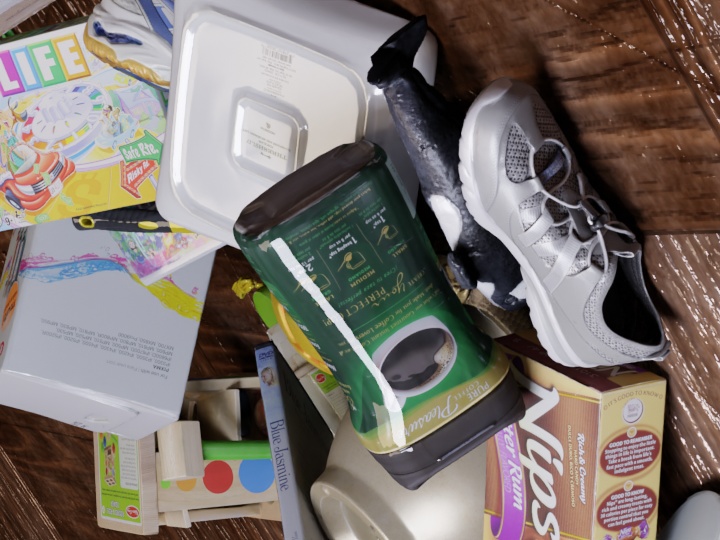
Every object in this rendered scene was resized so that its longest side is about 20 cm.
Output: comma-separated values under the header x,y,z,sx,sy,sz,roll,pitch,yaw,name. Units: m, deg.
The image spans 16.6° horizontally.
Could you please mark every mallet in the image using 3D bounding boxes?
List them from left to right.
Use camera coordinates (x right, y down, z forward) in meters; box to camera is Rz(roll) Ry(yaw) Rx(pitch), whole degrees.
x,y,z,sx,sy,sz,roll,pitch,yaw,name
-0.128,-0.043,1.755,0.199,0.041,0.066,11,122,31,mallet

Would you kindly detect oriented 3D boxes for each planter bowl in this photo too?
x,y,z,sx,sy,sz,roll,pitch,yaw,name
0.051,0.159,1.741,0.200,0.135,0.200,44,157,24,planter bowl

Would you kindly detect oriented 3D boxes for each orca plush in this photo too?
x,y,z,sx,sy,sz,roll,pitch,yaw,name
0.078,-0.062,1.463,0.105,0.071,0.201,-65,-45,-61,orca plush

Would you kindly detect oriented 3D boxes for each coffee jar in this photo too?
x,y,z,sx,sy,sz,roll,pitch,yaw,name
0.014,0.029,1.485,0.200,0.104,0.085,59,174,-18,coffee jar

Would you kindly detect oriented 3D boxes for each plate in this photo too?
x,y,z,sx,sy,sz,roll,pitch,yaw,name
-0.051,-0.085,1.546,0.199,0.032,0.201,24,122,28,plate

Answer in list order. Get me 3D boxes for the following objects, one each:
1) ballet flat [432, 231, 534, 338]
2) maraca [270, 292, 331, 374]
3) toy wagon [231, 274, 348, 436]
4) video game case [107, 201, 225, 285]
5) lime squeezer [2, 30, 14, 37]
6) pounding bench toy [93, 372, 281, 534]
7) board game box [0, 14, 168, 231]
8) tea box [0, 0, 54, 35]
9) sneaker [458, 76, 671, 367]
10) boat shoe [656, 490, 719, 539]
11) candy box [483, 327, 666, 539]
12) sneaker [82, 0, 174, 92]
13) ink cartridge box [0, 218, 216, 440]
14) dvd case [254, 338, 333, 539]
x,y,z,sx,sy,sz,roll,pitch,yaw,name
0.098,0.064,1.608,0.200,0.046,0.067,60,158,-16,ballet flat
0.000,0.000,1.634,0.137,0.107,0.200,67,158,17,maraca
-0.025,0.079,1.918,0.200,0.040,0.155,55,160,-1,toy wagon
-0.136,-0.100,1.763,0.200,0.024,0.182,-26,102,39,video game case
-0.249,-0.149,2.044,0.200,0.038,0.071,24,145,55,lime squeezer
-0.118,0.150,2.048,0.200,0.155,0.125,174,93,-67,pounding bench toy
-0.208,-0.107,1.760,0.199,0.034,0.135,-10,106,36,board game box
-0.282,-0.253,1.712,0.197,0.200,0.134,23,144,55,tea box
0.123,-0.028,1.398,0.082,0.075,0.200,7,138,44,sneaker
0.215,0.195,1.551,0.063,0.071,0.200,18,154,-4,boat shoe
0.131,0.148,1.542,0.117,0.056,0.201,27,122,54,candy box
-0.083,-0.144,1.635,0.200,0.088,0.075,27,176,4,sneaker
-0.200,0.014,1.905,0.144,0.201,0.145,15,165,-15,ink cartridge box
-0.035,0.168,1.816,0.143,0.017,0.201,59,-165,-51,dvd case
